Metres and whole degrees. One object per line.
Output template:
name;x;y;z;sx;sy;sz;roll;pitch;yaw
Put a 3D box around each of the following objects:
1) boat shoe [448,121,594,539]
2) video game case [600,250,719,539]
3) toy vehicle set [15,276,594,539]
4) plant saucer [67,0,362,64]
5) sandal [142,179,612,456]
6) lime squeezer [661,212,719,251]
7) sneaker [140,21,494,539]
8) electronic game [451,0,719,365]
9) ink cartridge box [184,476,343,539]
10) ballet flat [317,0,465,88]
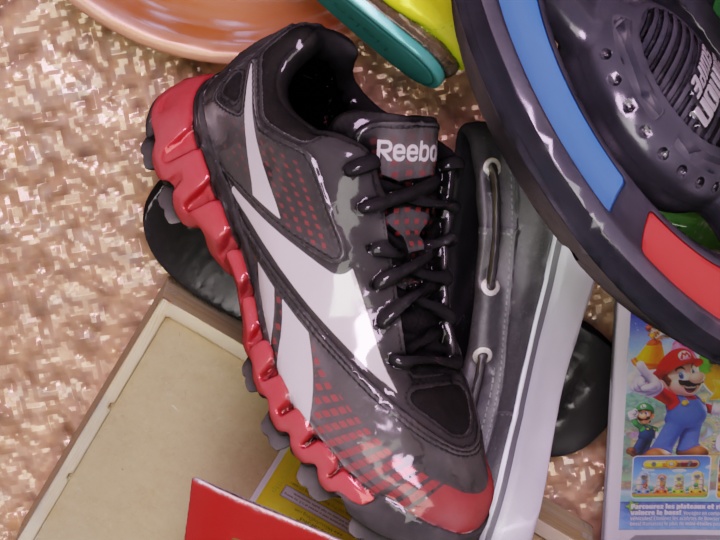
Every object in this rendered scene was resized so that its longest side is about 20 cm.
boat shoe;0.040;0.041;0.860;0.056;0.069;0.201;11;101;-14
video game case;0.164;0.081;0.899;0.142;0.018;0.201;1;123;2
toy vehicle set;-0.022;0.106;0.934;0.199;0.027;0.125;31;107;-8
plant saucer;-0.041;-0.174;0.838;0.199;0.037;0.201;1;109;2
sandal;0.012;0.012;0.892;0.199;0.045;0.075;27;107;-7
lime squeezer;0.139;0.021;0.894;0.070;0.038;0.200;-37;105;10
sneaker;0.000;0.000;0.808;0.098;0.071;0.201;-40;67;33
electronic game;0.099;-0.058;0.789;0.042;0.200;0.200;-32;105;31
ink cartridge box;0.006;0.172;0.879;0.175;0.045;0.200;18;144;5
ballet flat;-0.031;-0.142;0.803;0.199;0.067;0.067;34;85;-12
